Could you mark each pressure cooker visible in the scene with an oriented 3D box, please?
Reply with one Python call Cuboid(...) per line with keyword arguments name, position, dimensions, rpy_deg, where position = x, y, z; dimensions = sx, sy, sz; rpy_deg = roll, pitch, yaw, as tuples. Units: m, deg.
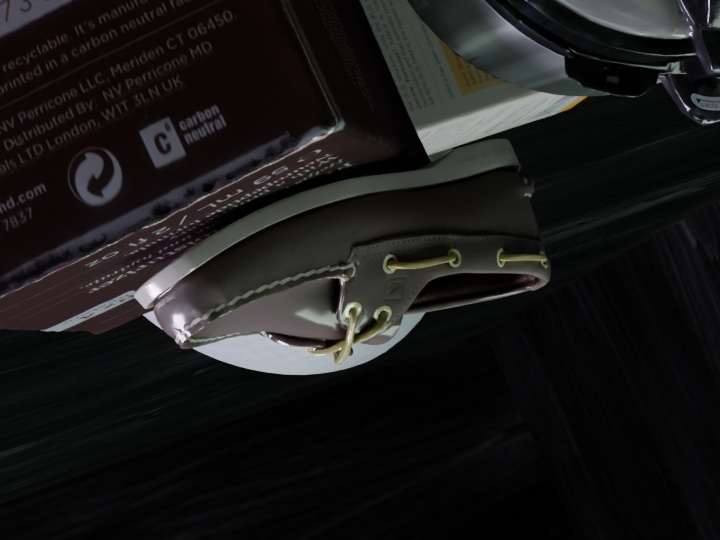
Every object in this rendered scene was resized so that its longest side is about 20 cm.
Cuboid(name="pressure cooker", position=(0.100, -0.152, 1.030), dimensions=(0.179, 0.176, 0.200), rpy_deg=(-63, -173, -4))

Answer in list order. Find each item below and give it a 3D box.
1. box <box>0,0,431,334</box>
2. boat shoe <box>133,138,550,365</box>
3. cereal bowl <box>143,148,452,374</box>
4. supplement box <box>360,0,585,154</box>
Cuboid(name="box", position=(-0.091, -0.083, 1.057), dimensions=(0.166, 0.164, 0.200), rpy_deg=(-26, 173, 9))
Cuboid(name="boat shoe", position=(0.000, 0.000, 1.056), dimensions=(0.072, 0.060, 0.200), rpy_deg=(-31, 171, 41))
Cuboid(name="cereal bowl", position=(-0.037, -0.054, 1.358), dimensions=(0.200, 0.200, 0.083), rpy_deg=(-19, 158, -34))
Cuboid(name="supplement box", position=(0.020, -0.120, 1.312), dimensions=(0.200, 0.126, 0.074), rpy_deg=(-18, 172, -33))
